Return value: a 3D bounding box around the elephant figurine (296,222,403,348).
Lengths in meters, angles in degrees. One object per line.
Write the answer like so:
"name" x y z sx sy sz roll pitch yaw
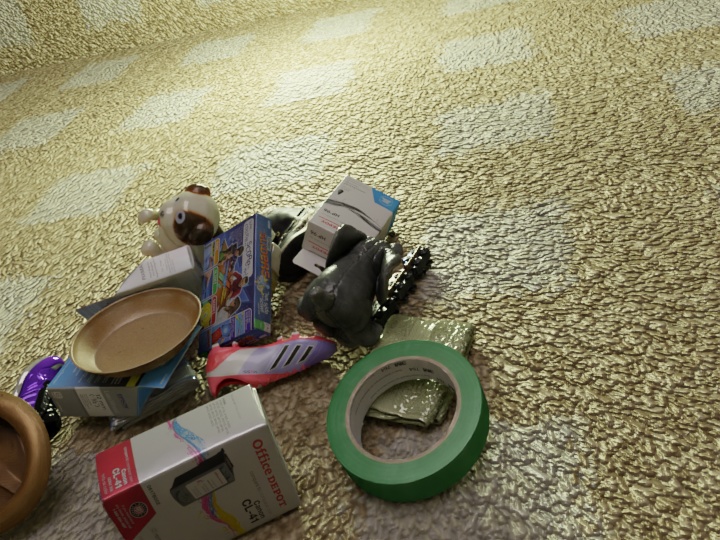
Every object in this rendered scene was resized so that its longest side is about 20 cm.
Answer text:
"elephant figurine" 0.000 0.000 1.133 0.201 0.141 0.155 -58 21 -19

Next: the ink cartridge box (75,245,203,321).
"ink cartridge box" -0.352 0.040 1.287 0.198 0.163 0.058 -15 67 -2

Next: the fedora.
"fedora" -0.495 0.265 1.050 0.198 0.082 0.203 -4 69 10

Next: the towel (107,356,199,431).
"towel" -0.348 0.164 1.223 0.146 0.024 0.200 -27 34 -17

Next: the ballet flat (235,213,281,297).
"ballet flat" -0.167 -0.034 1.302 0.070 0.071 0.201 -20 38 -6

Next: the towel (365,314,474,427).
"towel" 0.071 0.133 1.070 0.147 0.037 0.200 4 38 27

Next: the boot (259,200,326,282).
"boot" -0.145 -0.056 1.418 0.149 0.074 0.201 2 45 35

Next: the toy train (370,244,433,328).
"toy train" 0.063 0.024 1.243 0.045 0.034 0.200 -6 33 38

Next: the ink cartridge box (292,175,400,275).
"ink cartridge box" -0.023 -0.069 1.346 0.115 0.068 0.201 26 44 8

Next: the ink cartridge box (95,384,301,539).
"ink cartridge box" -0.188 0.247 0.909 0.198 0.149 0.086 -23 33 -9

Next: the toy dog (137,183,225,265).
"toy dog" -0.297 -0.060 1.363 0.191 0.200 0.141 5 64 -6

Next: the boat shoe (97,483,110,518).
"boat shoe" -0.239 0.257 1.000 0.199 0.073 0.072 -35 40 -10

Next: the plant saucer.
"plant saucer" -0.326 0.097 1.140 0.198 0.036 0.201 -10 32 6

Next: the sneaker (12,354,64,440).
"sneaker" -0.489 0.216 1.174 0.098 0.070 0.201 4 41 17

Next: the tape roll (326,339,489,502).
"tape roll" 0.057 0.181 0.951 0.198 0.048 0.202 -13 46 14

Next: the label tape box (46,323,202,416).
"label tape box" -0.344 0.149 1.162 0.197 0.067 0.144 -2 35 17

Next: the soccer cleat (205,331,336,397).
"soccer cleat" -0.131 0.140 1.140 0.197 0.067 0.077 -6 68 2

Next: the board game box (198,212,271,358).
"board game box" -0.196 0.025 1.213 0.135 0.034 0.202 -25 55 35
